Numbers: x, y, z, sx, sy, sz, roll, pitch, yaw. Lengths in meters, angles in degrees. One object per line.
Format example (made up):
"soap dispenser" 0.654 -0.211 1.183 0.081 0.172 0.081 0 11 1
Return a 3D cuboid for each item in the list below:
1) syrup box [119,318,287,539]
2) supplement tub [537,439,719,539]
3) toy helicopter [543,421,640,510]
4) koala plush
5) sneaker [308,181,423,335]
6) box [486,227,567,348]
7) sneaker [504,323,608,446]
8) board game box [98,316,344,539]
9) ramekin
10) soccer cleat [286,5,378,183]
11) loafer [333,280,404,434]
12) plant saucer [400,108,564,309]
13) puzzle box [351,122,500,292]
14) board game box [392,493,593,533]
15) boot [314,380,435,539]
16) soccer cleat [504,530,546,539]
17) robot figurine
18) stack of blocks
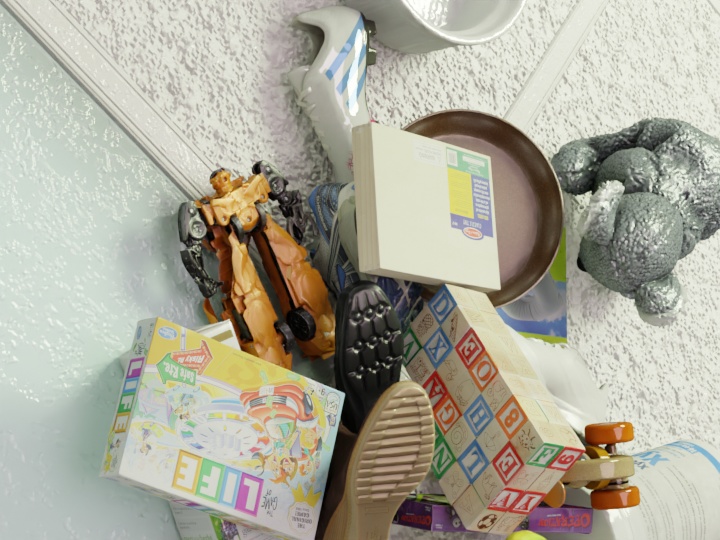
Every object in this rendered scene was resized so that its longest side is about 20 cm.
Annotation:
"syrup box" -0.130 0.151 1.613 0.081 0.078 0.202 -23 97 -37
"supplement tub" 0.283 0.253 1.881 0.199 0.131 0.133 -11 89 -39
"toy helicopter" 0.160 0.191 1.754 0.132 0.199 0.080 -4 88 -60
"koala plush" 0.279 -0.047 1.862 0.178 0.183 0.200 57 32 -13
"sneaker" 0.000 0.000 1.745 0.077 0.085 0.201 -37 127 -39
"box" 0.150 0.050 1.866 0.121 0.048 0.202 7 77 -36
"sneaker" 0.173 0.102 1.809 0.200 0.074 0.088 44 54 -36
"board game box" -0.112 0.136 1.558 0.199 0.034 0.136 24 69 -32
"ramekin" 0.066 -0.310 1.829 0.199 0.097 0.202 6 79 -36
"soccer cleat" -0.029 -0.151 1.759 0.086 0.070 0.202 0 80 -21
"loafer" 0.003 0.098 1.698 0.068 0.070 0.202 -18 118 -21
"plant saucer" 0.099 -0.056 1.814 0.198 0.032 0.202 2 79 -12
"puzzle box" 0.063 -0.054 1.714 0.199 0.025 0.134 11 72 -53
"board game box" 0.108 0.229 1.758 0.199 0.120 0.033 7 82 -36
"boot" -0.006 0.161 1.616 0.072 0.166 0.202 7 109 -23
"soccer cleat" 0.148 0.284 1.756 0.065 0.083 0.200 -67 159 -12
"robot figurine" -0.095 0.003 1.678 0.145 0.058 0.201 -31 102 -37
"stack of blocks" 0.105 0.125 1.689 0.058 0.115 0.201 14 35 -42
